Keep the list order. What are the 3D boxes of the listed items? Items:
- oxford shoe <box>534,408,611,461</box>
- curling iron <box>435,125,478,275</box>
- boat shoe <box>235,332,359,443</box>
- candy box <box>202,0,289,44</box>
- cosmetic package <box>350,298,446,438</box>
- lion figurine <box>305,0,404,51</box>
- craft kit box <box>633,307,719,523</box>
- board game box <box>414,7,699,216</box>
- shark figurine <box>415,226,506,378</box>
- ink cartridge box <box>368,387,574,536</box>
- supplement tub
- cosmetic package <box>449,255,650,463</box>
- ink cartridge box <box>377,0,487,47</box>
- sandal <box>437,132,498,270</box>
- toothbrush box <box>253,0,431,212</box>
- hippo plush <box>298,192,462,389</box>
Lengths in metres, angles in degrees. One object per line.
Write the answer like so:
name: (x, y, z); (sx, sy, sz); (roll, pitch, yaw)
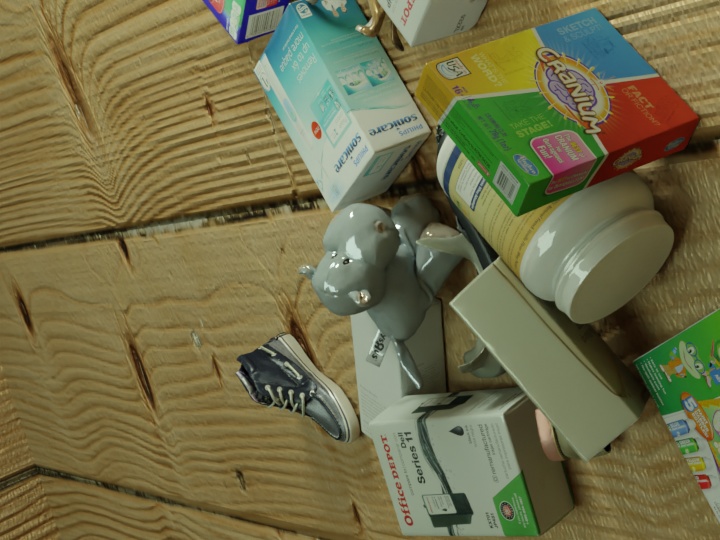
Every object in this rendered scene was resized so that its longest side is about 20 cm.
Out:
oxford shoe: (0.214, 0.096, 1.570); (0.073, 0.071, 0.202); (-4, 106, 34)
curling iron: (0.118, -0.068, 1.648); (0.050, 0.025, 0.202); (-132, 23, -71)
boat shoe: (-0.090, 0.173, 2.083); (0.200, 0.092, 0.075); (45, 143, 36)
candy box: (-0.158, -0.403, 1.833); (0.200, 0.077, 0.170); (53, 148, 27)
cosmetic package: (0.047, 0.117, 1.839); (0.101, 0.074, 0.202); (30, 131, 48)
lion figurine: (-0.003, -0.325, 1.634); (0.199, 0.072, 0.123); (35, 98, 24)
craft kit box: (0.352, 0.130, 1.366); (0.201, 0.048, 0.198); (62, 148, 11)
board game box: (0.170, -0.141, 1.328); (0.153, 0.199, 0.040); (52, 147, 25)
shark figurine: (0.126, 0.061, 1.631); (0.128, 0.089, 0.216); (32, 147, 42)
ink cartridge box: (0.121, 0.215, 1.712); (0.199, 0.083, 0.148); (-9, 102, 43)
supplement tub: (0.179, -0.064, 1.421); (0.200, 0.144, 0.145); (51, 147, 28)
cosmetic package: (0.184, 0.077, 1.487); (0.073, 0.103, 0.200); (-43, 86, 19)
ink cartridge box: (0.048, -0.346, 1.515); (0.201, 0.083, 0.145); (56, 148, 21)
sandal: (0.125, -0.057, 1.587); (0.043, 0.076, 0.202); (-11, 99, 60)
toothbrush box: (-0.023, -0.192, 1.739); (0.201, 0.085, 0.146); (60, 150, 12)
hippo plush: (0.000, 0.000, 1.683); (0.159, 0.160, 0.202); (24, 96, 42)
